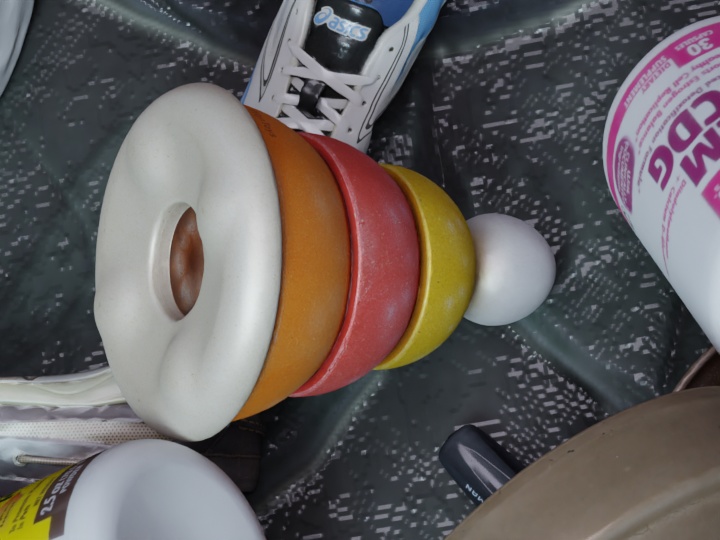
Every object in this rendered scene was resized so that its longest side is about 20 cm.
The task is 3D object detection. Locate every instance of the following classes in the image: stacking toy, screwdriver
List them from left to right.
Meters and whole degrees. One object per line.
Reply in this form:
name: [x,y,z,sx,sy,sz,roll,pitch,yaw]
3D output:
stacking toy: [0.000,0.000,1.244,0.199,0.146,0.147,3,76,-30]
screwdriver: [0.106,0.143,1.263,0.200,0.028,0.029,49,119,13]

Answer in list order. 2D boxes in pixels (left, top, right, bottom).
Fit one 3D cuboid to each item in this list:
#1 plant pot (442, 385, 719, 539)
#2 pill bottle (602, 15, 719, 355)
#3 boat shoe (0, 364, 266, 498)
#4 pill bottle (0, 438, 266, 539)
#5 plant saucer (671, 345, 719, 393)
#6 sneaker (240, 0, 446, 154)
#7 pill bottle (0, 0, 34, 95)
plant pot: [0.125,0.174,1.110,0.200,0.200,0.175,-37,60,0]
pill bottle: [0.178,-0.016,1.186,0.113,0.200,0.114,-6,118,-12]
boat shoe: [-0.137,0.085,1.286,0.199,0.075,0.074,-11,77,7]
pill bottle: [-0.137,0.149,1.222,0.200,0.109,0.110,-26,73,37]
plant saucer: [0.216,0.108,1.248,0.199,0.037,0.201,-2,79,8]
sneaker: [-0.018,-0.082,1.303,0.072,0.072,0.201,23,84,10]
pill bottle: [-0.256,-0.138,1.329,0.199,0.111,0.111,21,83,12]
